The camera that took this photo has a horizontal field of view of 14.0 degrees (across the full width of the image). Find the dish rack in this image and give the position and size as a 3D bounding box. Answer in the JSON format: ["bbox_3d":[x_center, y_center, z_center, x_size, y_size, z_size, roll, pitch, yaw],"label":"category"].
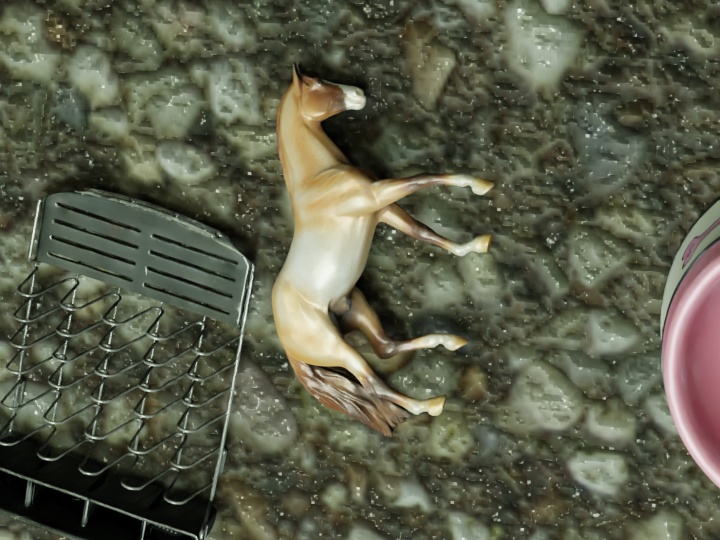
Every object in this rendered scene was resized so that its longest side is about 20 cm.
[{"bbox_3d":[-0.139,0.058,1.673,0.153,0.055,0.200,17,113,13],"label":"dish rack"}]

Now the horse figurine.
[{"bbox_3d":[0.000,0.000,1.602,0.132,0.050,0.200,17,113,14],"label":"horse figurine"}]

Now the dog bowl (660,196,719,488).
[{"bbox_3d":[0.244,0.046,1.513,0.200,0.074,0.201,7,110,18],"label":"dog bowl"}]
